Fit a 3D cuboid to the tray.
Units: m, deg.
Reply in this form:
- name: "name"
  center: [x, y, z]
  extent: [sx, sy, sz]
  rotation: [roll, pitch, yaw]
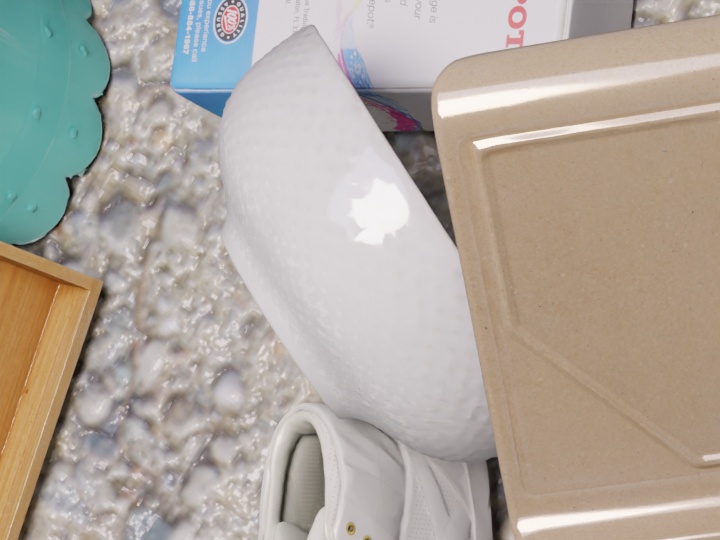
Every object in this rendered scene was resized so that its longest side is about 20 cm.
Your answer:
- name: "tray"
  center: [-0.202, 0.083, 1.241]
  extent: [0.037, 0.098, 0.201]
  rotation: [11, 81, 50]

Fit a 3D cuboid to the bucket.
- name: "bucket"
  center: [-0.241, -0.100, 1.292]
  extent: [0.206, 0.135, 0.208]
  rotation: [-7, 73, 25]

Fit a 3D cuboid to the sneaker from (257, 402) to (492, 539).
- name: "sneaker"
  center: [0.008, 0.153, 1.102]
  extent: [0.074, 0.115, 0.201]
  rotation: [-30, 60, 38]

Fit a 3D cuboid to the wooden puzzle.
- name: "wooden puzzle"
  center: [0.133, 0.004, 0.973]
  extent: [0.184, 0.037, 0.201]
  rotation: [-8, 106, 9]

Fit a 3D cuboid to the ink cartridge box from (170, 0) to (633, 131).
- name: "ink cartridge box"
  center: [0.025, -0.141, 1.199]
  extent: [0.199, 0.085, 0.145]
  rotation: [2, 77, 28]

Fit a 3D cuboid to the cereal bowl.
- name: "cereal bowl"
  center: [0.000, 0.000, 1.084]
  extent: [0.083, 0.200, 0.200]
  rotation: [-32, 64, 1]
